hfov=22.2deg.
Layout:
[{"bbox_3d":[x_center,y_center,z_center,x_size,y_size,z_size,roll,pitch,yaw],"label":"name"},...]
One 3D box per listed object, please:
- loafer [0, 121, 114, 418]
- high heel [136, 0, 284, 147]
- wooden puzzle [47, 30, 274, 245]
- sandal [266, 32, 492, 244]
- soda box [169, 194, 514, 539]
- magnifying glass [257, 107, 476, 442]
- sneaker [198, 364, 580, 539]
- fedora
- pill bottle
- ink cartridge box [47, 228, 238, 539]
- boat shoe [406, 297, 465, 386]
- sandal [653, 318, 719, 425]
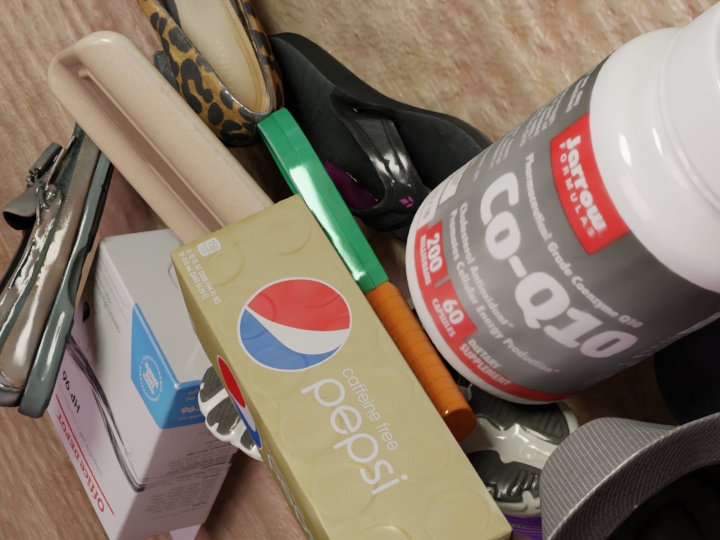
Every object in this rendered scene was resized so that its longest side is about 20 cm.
[{"bbox_3d":[-0.187,-0.017,1.066,0.072,0.063,0.201,127,157,-66],"label":"loafer"},{"bbox_3d":[-0.088,-0.164,0.932,0.143,0.071,0.201,35,143,60],"label":"high heel"},{"bbox_3d":[-0.085,-0.050,0.952,0.185,0.037,0.200,49,169,-12],"label":"wooden puzzle"},{"bbox_3d":[0.000,-0.056,0.925,0.200,0.048,0.076,33,129,37],"label":"sandal"},{"bbox_3d":[-0.009,0.065,0.781,0.200,0.068,0.064,57,166,36],"label":"soda box"},{"bbox_3d":[0.000,0.000,0.844,0.200,0.022,0.080,57,176,38],"label":"magnifying glass"},{"bbox_3d":[0.013,0.085,0.863,0.199,0.081,0.084,19,151,24],"label":"sneaker"},{"bbox_3d":[0.135,0.123,0.773,0.177,0.200,0.090,-49,30,7],"label":"fedora"},{"bbox_3d":[0.116,-0.028,0.751,0.200,0.114,0.114,-37,78,51],"label":"pill bottle"},{"bbox_3d":[-0.131,0.084,1.116,0.116,0.068,0.200,58,142,31],"label":"ink cartridge box"},{"bbox_3d":[0.028,0.113,0.926,0.067,0.072,0.201,14,92,42],"label":"boat shoe"},{"bbox_3d":[0.191,0.032,0.747,0.200,0.043,0.076,-35,80,51],"label":"sandal"}]
